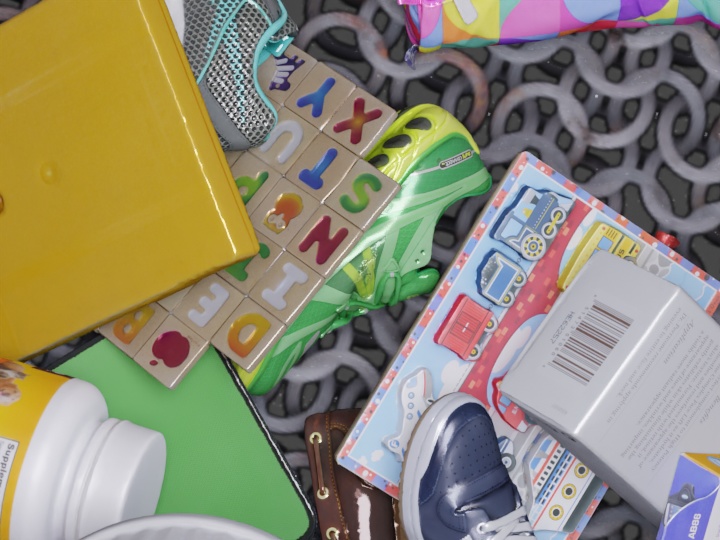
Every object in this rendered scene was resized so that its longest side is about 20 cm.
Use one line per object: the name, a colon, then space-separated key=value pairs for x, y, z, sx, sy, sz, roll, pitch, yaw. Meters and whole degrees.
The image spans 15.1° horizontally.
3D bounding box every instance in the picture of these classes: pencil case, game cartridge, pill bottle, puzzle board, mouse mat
pencil case: x=0.115 y=-0.170 z=1.559 sx=0.199 sy=0.088 sz=0.089 roll=-7 pitch=86 yaw=-4
game cartridge: x=-0.163 y=-0.056 z=1.504 sx=0.200 sy=0.032 sz=0.177 roll=-23 pitch=86 yaw=33
pill bottle: x=-0.212 y=0.099 z=1.489 sx=0.200 sy=0.109 sz=0.110 roll=15 pitch=85 yaw=11
puzzle board: x=0.097 y=0.057 z=1.509 sx=0.151 sy=0.017 sz=0.200 roll=32 pitch=88 yaw=-18
mouse mat: x=-0.142 y=0.126 z=1.535 sx=0.200 sy=0.008 sz=0.161 roll=-31 pitch=85 yaw=11

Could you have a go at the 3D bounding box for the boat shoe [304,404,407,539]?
boat shoe: x=0.001 y=0.177 z=1.533 sx=0.070 sy=0.070 sz=0.201 roll=-2 pitch=78 yaw=3

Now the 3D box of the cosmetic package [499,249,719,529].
cosmetic package: x=0.177 y=0.085 z=1.494 sx=0.102 sy=0.074 sz=0.200 roll=-52 pitch=130 yaw=-6

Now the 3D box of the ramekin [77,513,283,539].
ramekin: x=-0.089 y=0.219 z=1.283 sx=0.202 sy=0.094 sz=0.203 roll=0 pitch=95 yaw=3

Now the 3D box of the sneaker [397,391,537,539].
sneaker: x=0.082 y=0.168 z=1.449 sx=0.070 sy=0.108 sz=0.201 roll=-20 pitch=115 yaw=-40

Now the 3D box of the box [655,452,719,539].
box: x=0.226 y=0.162 z=1.491 sx=0.200 sy=0.041 sz=0.119 roll=5 pitch=106 yaw=-34

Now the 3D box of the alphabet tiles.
alphabet tiles: x=-0.075 y=-0.034 z=1.529 sx=0.166 sy=0.006 sz=0.200 roll=35 pitch=83 yaw=35

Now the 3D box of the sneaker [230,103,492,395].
sneaker: x=0.000 y=0.000 z=1.538 sx=0.084 sy=0.074 sz=0.200 roll=40 pitch=94 yaw=-18

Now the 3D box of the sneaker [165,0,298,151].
sneaker: x=-0.079 y=-0.153 z=1.547 sx=0.091 sy=0.078 sz=0.201 roll=8 pitch=73 yaw=-9

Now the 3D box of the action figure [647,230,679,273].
action figure: x=0.124 y=0.068 z=1.556 sx=0.065 sy=0.052 sz=0.200 roll=21 pitch=89 yaw=5
